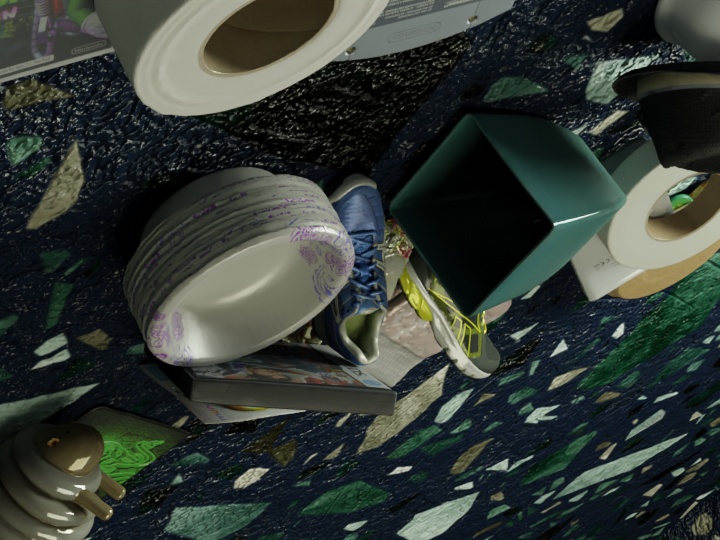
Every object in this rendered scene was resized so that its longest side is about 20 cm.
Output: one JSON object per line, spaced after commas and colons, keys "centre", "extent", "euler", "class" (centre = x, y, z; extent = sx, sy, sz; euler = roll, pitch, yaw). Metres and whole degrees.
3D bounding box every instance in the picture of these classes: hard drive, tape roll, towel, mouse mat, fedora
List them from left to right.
{"centre": [-0.292, 0.206, 1.714], "extent": [0.160, 0.008, 0.200], "euler": [-36, 156, 12], "class": "mouse mat"}
{"centre": [-0.075, -0.189, 1.060], "extent": [0.201, 0.071, 0.203], "euler": [-25, 163, -8], "class": "tape roll"}
{"centre": [0.070, 0.059, 1.810], "extent": [0.190, 0.032, 0.200], "euler": [-35, 156, 9], "class": "towel"}
{"centre": [0.291, -0.054, 1.790], "extent": [0.131, 0.026, 0.200], "euler": [-31, 141, 2], "class": "hard drive"}
{"centre": [0.355, -0.083, 1.744], "extent": [0.201, 0.037, 0.204], "euler": [-17, 142, -14], "class": "tape roll"}
{"centre": [0.336, -0.144, 1.541], "extent": [0.199, 0.092, 0.201], "euler": [5, 176, 0], "class": "fedora"}

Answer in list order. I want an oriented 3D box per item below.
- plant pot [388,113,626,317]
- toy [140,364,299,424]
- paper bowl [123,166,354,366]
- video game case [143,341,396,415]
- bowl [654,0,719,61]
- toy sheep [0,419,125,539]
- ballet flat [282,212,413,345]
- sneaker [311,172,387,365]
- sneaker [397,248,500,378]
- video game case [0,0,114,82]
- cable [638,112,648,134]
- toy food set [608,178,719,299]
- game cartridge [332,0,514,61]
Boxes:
{"centre": [0.163, -0.064, 1.560], "extent": [0.199, 0.142, 0.141], "euler": [-12, 151, -50], "class": "plant pot"}
{"centre": [-0.112, 0.104, 1.618], "extent": [0.199, 0.115, 0.048], "euler": [1, 115, -47], "class": "toy"}
{"centre": [-0.114, -0.011, 1.383], "extent": [0.200, 0.105, 0.201], "euler": [-25, 155, -12], "class": "paper bowl"}
{"centre": [-0.089, 0.096, 1.495], "extent": [0.198, 0.181, 0.026], "euler": [6, 99, -22], "class": "video game case"}
{"centre": [0.387, -0.256, 1.500], "extent": [0.200, 0.091, 0.201], "euler": [-24, 155, -12], "class": "bowl"}
{"centre": [-0.322, 0.230, 1.573], "extent": [0.200, 0.138, 0.138], "euler": [-51, 150, 16], "class": "toy sheep"}
{"centre": [-0.004, 0.019, 1.612], "extent": [0.200, 0.064, 0.075], "euler": [-41, 153, 20], "class": "ballet flat"}
{"centre": [0.000, 0.000, 1.512], "extent": [0.075, 0.077, 0.201], "euler": [-15, 126, -22], "class": "sneaker"}
{"centre": [0.110, 0.040, 1.691], "extent": [0.084, 0.075, 0.200], "euler": [-34, 129, 8], "class": "sneaker"}
{"centre": [-0.228, -0.188, 1.022], "extent": [0.199, 0.023, 0.182], "euler": [-19, 153, -22], "class": "video game case"}
{"centre": [0.392, -0.196, 1.660], "extent": [0.199, 0.051, 0.097], "euler": [-27, 160, -8], "class": "cable"}
{"centre": [0.377, -0.035, 1.953], "extent": [0.197, 0.049, 0.200], "euler": [-18, 153, -25], "class": "toy food set"}
{"centre": [0.045, -0.228, 1.237], "extent": [0.199, 0.042, 0.133], "euler": [-18, 157, -26], "class": "game cartridge"}
